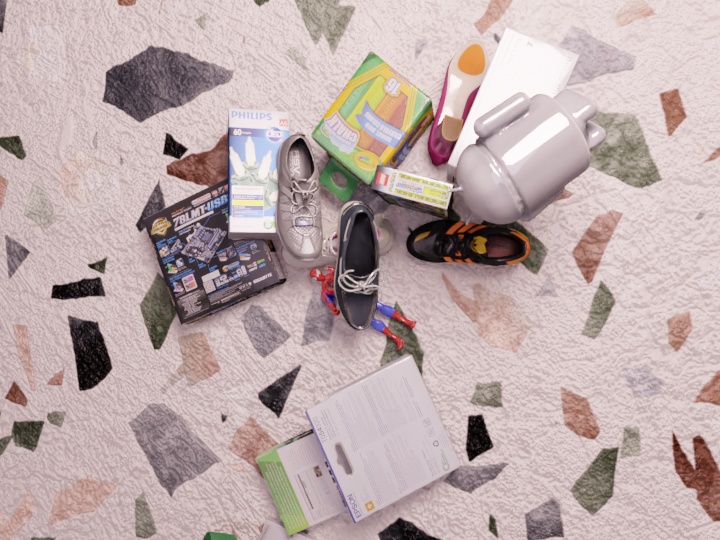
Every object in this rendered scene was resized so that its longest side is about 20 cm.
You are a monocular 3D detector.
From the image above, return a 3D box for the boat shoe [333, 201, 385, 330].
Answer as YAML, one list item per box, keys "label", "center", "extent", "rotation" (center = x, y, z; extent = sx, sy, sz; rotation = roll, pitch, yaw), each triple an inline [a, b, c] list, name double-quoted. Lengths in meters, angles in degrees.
- label: "boat shoe"
  center: [0.000, 0.000, 0.820]
  extent: [0.073, 0.062, 0.204]
  rotation: [0, 106, -11]

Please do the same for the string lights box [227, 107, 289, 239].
- label: "string lights box"
  center: [-0.167, -0.156, 0.898]
  extent: [0.101, 0.059, 0.205]
  rotation: [-1, 83, -15]

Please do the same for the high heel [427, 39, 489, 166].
- label: "high heel"
  center: [0.156, -0.271, 0.886]
  extent: [0.066, 0.096, 0.204]
  rotation: [14, 74, -4]

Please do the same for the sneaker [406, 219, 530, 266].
- label: "sneaker"
  center: [0.168, -0.044, 0.859]
  extent: [0.196, 0.090, 0.072]
  rotation: [4, 92, 9]

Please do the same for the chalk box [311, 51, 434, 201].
- label: "chalk box"
  center: [0.010, -0.209, 0.864]
  extent: [0.124, 0.124, 0.201]
  rotation: [38, 97, 7]

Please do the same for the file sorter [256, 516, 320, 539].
- label: "file sorter"
  center: [-0.105, 0.541, 0.905]
  extent: [0.197, 0.124, 0.141]
  rotation: [20, 95, 8]

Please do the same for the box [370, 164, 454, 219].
- label: "box"
  center: [0.084, -0.113, 0.817]
  extent: [0.108, 0.200, 0.035]
  rotation: [16, 94, 9]

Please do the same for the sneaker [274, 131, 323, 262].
- label: "sneaker"
  center: [-0.097, -0.114, 0.837]
  extent: [0.073, 0.082, 0.204]
  rotation: [-9, 84, -15]

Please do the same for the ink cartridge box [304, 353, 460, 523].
- label: "ink cartridge box"
  center: [0.036, 0.270, 0.893]
  extent: [0.197, 0.043, 0.199]
  rotation: [-24, 88, -6]

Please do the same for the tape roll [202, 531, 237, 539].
- label: "tape roll"
  center: [-0.249, 0.541, 0.891]
  extent: [0.047, 0.200, 0.204]
  rotation: [15, 95, -18]

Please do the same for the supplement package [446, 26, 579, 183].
- label: "supplement package"
  center: [0.217, -0.219, 0.813]
  extent: [0.109, 0.156, 0.203]
  rotation: [23, 95, 7]

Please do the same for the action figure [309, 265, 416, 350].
- label: "action figure"
  center: [-0.007, 0.054, 0.891]
  extent: [0.198, 0.099, 0.066]
  rotation: [33, 95, 10]

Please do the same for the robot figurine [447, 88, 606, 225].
- label: "robot figurine"
  center: [0.202, -0.136, 0.682]
  extent: [0.198, 0.113, 0.170]
  rotation: [-35, 122, 7]

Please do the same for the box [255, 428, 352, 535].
- label: "box"
  center: [-0.065, 0.347, 0.938]
  extent: [0.197, 0.036, 0.147]
  rotation: [-25, 87, 8]

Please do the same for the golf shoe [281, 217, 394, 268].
- label: "golf shoe"
  center: [-0.044, -0.048, 0.896]
  extent: [0.196, 0.091, 0.077]
  rotation: [-13, 91, 11]

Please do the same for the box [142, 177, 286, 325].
- label: "box"
  center: [-0.254, -0.036, 0.951]
  extent: [0.197, 0.050, 0.202]
  rotation: [-23, 86, 7]
